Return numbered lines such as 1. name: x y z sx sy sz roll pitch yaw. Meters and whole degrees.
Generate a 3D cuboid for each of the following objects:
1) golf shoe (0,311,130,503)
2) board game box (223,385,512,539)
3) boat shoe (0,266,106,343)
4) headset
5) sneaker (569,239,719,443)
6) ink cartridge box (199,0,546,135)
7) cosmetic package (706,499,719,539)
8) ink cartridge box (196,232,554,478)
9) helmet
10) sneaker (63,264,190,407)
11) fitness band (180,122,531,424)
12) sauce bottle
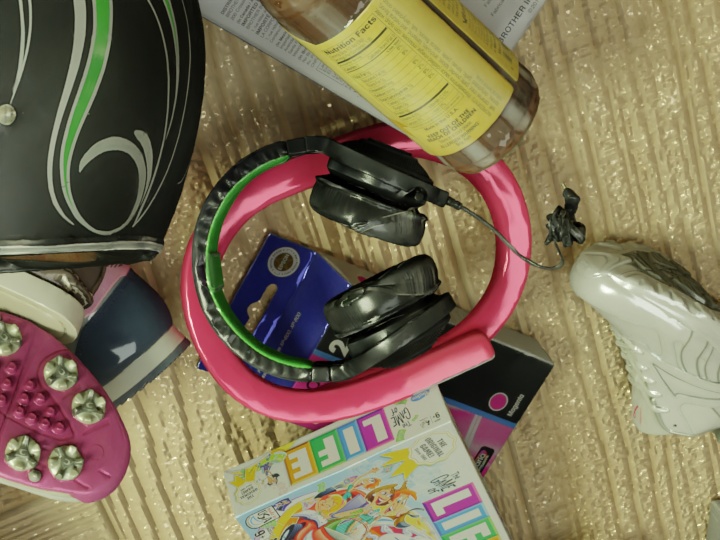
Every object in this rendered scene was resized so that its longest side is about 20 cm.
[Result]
1. golf shoe: -0.203 0.058 0.746 0.198 0.076 0.092 29 153 3
2. board game box: 0.016 0.159 0.901 0.133 0.034 0.201 -25 137 3
3. boat shoe: -0.217 -0.036 0.730 0.199 0.072 0.060 29 63 -13
4. headset: 0.012 -0.009 0.749 0.197 0.094 0.125 -7 93 3
5. sneaker: 0.192 0.057 0.918 0.199 0.078 0.100 30 108 -29
6. ink cartridge box: -0.008 -0.167 0.724 0.199 0.076 0.137 26 107 -31
7. cosmetic package: 0.344 0.210 1.048 0.197 0.090 0.108 -7 117 -11
8. ink cartridge box: 0.011 0.056 0.880 0.198 0.037 0.095 23 108 -26
9. helmet: -0.163 -0.097 0.630 0.197 0.200 0.193 -3 87 -17
10. sneaker: -0.192 0.062 0.805 0.199 0.070 0.082 -33 99 4
11. fitness band: 0.000 0.000 0.813 0.198 0.037 0.145 -21 95 -9
12. sauce bottle: -0.002 -0.123 0.670 0.065 0.065 0.200 -45 121 9
